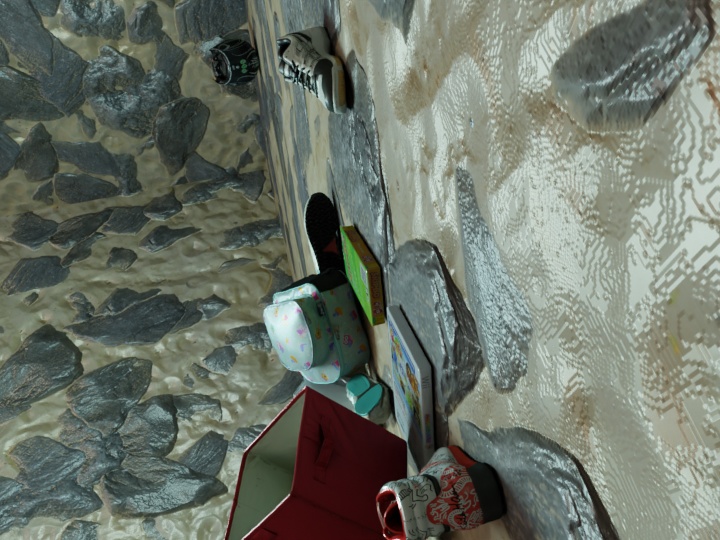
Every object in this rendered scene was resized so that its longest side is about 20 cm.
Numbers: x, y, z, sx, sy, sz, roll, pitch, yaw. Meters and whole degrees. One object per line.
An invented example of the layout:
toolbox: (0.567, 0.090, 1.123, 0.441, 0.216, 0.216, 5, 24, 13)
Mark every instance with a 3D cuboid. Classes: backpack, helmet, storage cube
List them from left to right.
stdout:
helmet: (-0.514, -0.862, 2.587, 0.199, 0.190, 0.202, 25, 130, 33)
backpack: (-0.080, 0.118, 1.194, 0.175, 0.153, 0.202, -17, 102, 49)
storage cube: (-0.053, 0.300, 0.830, 0.200, 0.179, 0.172, -47, 21, 28)

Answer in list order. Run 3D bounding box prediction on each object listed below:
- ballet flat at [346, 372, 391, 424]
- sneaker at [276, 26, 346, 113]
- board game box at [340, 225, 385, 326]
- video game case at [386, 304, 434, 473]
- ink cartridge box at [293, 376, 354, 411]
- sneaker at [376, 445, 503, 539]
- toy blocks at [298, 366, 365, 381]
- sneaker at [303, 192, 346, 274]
ballet flat: (0.024, 0.229, 1.086, 0.200, 0.071, 0.073, -143, 42, -79)
sneaker: (-0.076, -0.293, 0.937, 0.076, 0.087, 0.201, 90, 164, -45)
board game box: (0.000, 0.000, 1.016, 0.200, 0.030, 0.097, -124, 25, -61)
video game case: (0.068, 0.167, 0.834, 0.144, 0.018, 0.202, -115, 17, -58)
ink cartridge box: (-0.044, 0.314, 1.258, 0.084, 0.143, 0.202, -49, -39, -49)
sneaker: (0.065, 0.231, 0.651, 0.201, 0.107, 0.068, 121, 136, -77)
toy blocks: (-0.064, 0.237, 1.350, 0.201, 0.135, 0.101, 93, 162, -59)
sneaker: (-0.080, -0.058, 1.288, 0.093, 0.070, 0.202, -167, 63, -73)
